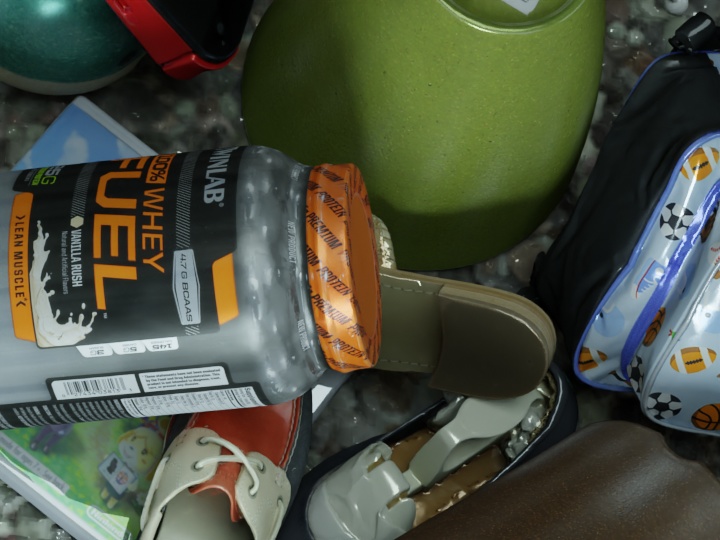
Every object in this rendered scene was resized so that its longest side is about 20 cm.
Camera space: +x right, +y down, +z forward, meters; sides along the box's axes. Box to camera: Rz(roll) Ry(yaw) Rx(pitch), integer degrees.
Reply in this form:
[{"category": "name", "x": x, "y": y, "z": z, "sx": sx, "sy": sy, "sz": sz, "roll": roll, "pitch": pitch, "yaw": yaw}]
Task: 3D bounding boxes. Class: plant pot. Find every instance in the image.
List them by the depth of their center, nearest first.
[{"category": "plant pot", "x": 0.082, "y": 0.183, "z": 1.325, "sx": 0.198, "sy": 0.200, "sz": 0.200, "roll": -33, "pitch": 81, "yaw": -29}, {"category": "plant pot", "x": 0.049, "y": -0.121, "z": 1.408, "sx": 0.187, "sy": 0.200, "sz": 0.188, "roll": 4, "pitch": 70, "yaw": -11}]

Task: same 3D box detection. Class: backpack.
[{"category": "backpack", "x": 0.207, "y": -0.006, "z": 1.408, "sx": 0.190, "sy": 0.200, "sz": 0.154, "roll": 7, "pitch": 41, "yaw": -29}]

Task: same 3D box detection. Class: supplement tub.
[{"category": "supplement tub", "x": -0.095, "y": 0.007, "z": 1.320, "sx": 0.199, "sy": 0.123, "sz": 0.123, "roll": -6, "pitch": 71, "yaw": 8}]

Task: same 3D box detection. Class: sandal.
[{"category": "sandal", "x": -0.001, "y": 0.005, "z": 1.410, "sx": 0.211, "sy": 0.078, "sz": 0.070, "roll": 17, "pitch": 32, "yaw": 9}]

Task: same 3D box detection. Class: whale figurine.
[{"category": "whale figurine", "x": -0.129, "y": -0.183, "z": 1.443, "sx": 0.159, "sy": 0.104, "sz": 0.200, "roll": 46, "pitch": 65, "yaw": 6}]

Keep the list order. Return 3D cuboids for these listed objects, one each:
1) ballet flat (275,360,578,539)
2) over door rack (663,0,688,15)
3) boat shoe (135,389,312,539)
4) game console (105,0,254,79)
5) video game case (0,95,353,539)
[{"category": "ballet flat", "x": 0.026, "y": 0.101, "z": 1.396, "sx": 0.200, "sy": 0.073, "sz": 0.073, "roll": -31, "pitch": 80, "yaw": -20}, {"category": "over door rack", "x": 0.183, "y": -0.208, "z": 1.523, "sx": 0.199, "sy": 0.067, "sz": 0.148, "roll": 2, "pitch": 49, "yaw": -25}, {"category": "boat shoe", "x": -0.072, "y": 0.116, "z": 1.347, "sx": 0.071, "sy": 0.063, "sz": 0.200, "roll": 23, "pitch": 72, "yaw": -1}, {"category": "game console", "x": -0.095, "y": -0.214, "z": 1.389, "sx": 0.177, "sy": 0.031, "sz": 0.200, "roll": 47, "pitch": 47, "yaw": -42}, {"category": "video game case", "x": -0.120, "y": 0.037, "z": 1.412, "sx": 0.200, "sy": 0.022, "sz": 0.182, "roll": 38, "pitch": 67, "yaw": 3}]
